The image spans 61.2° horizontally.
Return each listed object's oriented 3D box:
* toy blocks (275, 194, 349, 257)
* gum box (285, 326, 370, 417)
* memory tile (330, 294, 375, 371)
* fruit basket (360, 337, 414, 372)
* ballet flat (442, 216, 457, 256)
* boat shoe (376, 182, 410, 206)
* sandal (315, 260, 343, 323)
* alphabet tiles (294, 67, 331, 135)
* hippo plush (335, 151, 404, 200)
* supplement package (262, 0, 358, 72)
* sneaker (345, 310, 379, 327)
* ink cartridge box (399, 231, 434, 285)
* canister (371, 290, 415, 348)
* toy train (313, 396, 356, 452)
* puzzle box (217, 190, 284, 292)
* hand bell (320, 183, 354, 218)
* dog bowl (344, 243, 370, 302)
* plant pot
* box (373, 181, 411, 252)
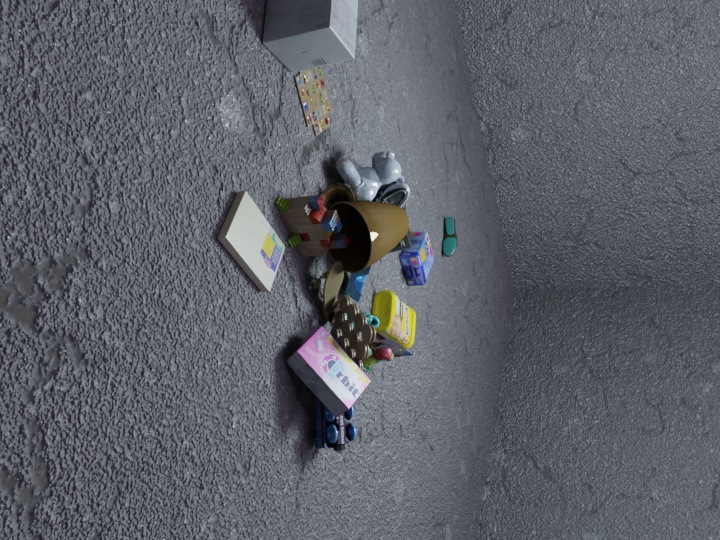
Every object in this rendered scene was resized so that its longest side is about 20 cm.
[{"bbox_3d":[-0.111,-0.112,1.535,0.101,0.135,0.202,-67,144,-43],"label":"toy blocks"},{"bbox_3d":[-0.083,0.247,1.517,0.200,0.066,0.113,48,43,-1],"label":"gum box"},{"bbox_3d":[-0.024,0.169,1.613,0.017,0.200,0.155,4,115,-29],"label":"memory tile"},{"bbox_3d":[0.034,0.238,1.741,0.185,0.197,0.095,42,50,-58],"label":"fruit basket"},{"bbox_3d":[0.412,-0.146,2.779,0.068,0.067,0.203,55,39,-63],"label":"ballet flat"},{"bbox_3d":[0.066,-0.182,1.813,0.074,0.198,0.068,51,16,-24],"label":"boat shoe"},{"bbox_3d":[-0.095,0.049,1.651,0.077,0.069,0.214,-37,145,-35],"label":"sandal"},{"bbox_3d":[-0.129,-0.487,1.692,0.167,0.006,0.203,-53,135,-55],"label":"alphabet tiles"},{"bbox_3d":[0.030,-0.288,1.762,0.160,0.160,0.201,53,4,-30],"label":"hippo plush"},{"bbox_3d":[-0.119,-0.632,1.509,0.147,0.188,0.204,29,62,-62],"label":"supplement package"},{"bbox_3d":[-0.007,0.140,1.804,0.199,0.078,0.079,20,69,-63],"label":"sneaker"},{"bbox_3d":[0.213,-0.036,2.316,0.201,0.075,0.138,-61,140,-47],"label":"ink cartridge box"},{"bbox_3d":[0.112,0.167,2.058,0.200,0.085,0.151,42,50,-55],"label":"canister"},{"bbox_3d":[-0.073,0.371,1.593,0.086,0.114,0.204,5,74,-35],"label":"toy train"},{"bbox_3d":[-0.241,-0.062,1.376,0.201,0.025,0.135,60,36,-45],"label":"puzzle box"},{"bbox_3d":[-0.046,-0.166,1.776,0.200,0.102,0.106,51,41,-71],"label":"hand bell"},{"bbox_3d":[0.000,0.000,1.770,0.112,0.049,0.202,-74,-179,-52],"label":"dog bowl"},{"bbox_3d":[0.034,-0.110,1.638,0.198,0.185,0.190,-20,107,-39],"label":"plant pot"},{"bbox_3d":[0.081,-0.177,1.945,0.149,0.122,0.202,-85,160,-58],"label":"box"}]
